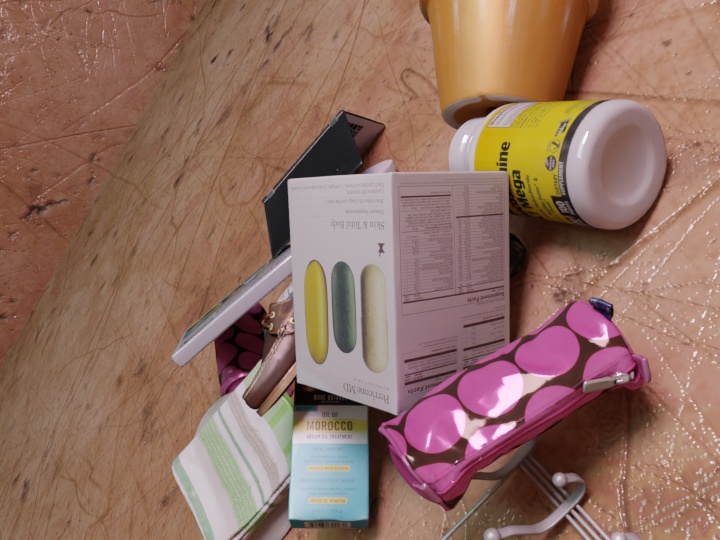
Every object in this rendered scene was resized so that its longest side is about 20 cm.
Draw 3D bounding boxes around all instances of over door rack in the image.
[{"bbox_3d":[0.104,0.236,0.551,0.200,0.067,0.148,-55,31,8],"label":"over door rack"}]

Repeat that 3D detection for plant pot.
[{"bbox_3d":[0.160,-0.254,0.776,0.200,0.200,0.184,-6,75,53],"label":"plant pot"}]

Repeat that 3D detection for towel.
[{"bbox_3d":[-0.143,0.224,0.835,0.200,0.031,0.149,-50,58,18],"label":"towel"}]

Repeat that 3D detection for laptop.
[{"bbox_3d":[-0.042,-0.121,1.015,0.187,0.200,0.116,-44,71,23],"label":"laptop"}]

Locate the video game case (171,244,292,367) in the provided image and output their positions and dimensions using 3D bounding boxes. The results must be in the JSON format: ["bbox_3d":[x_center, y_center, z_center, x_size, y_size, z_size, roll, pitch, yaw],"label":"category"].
[{"bbox_3d":[-0.159,0.039,0.930,0.200,0.022,0.182,-41,9,-4],"label":"video game case"}]

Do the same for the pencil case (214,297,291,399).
[{"bbox_3d":[-0.160,0.116,1.008,0.200,0.094,0.091,-115,16,-53],"label":"pencil case"}]

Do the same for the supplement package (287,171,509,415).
[{"bbox_3d":[0.036,0.009,0.667,0.152,0.150,0.200,6,100,50],"label":"supplement package"}]

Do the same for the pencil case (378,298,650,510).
[{"bbox_3d":[0.117,0.105,0.540,0.200,0.091,0.094,-33,31,-2],"label":"pencil case"}]

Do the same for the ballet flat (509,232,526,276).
[{"bbox_3d":[0.090,0.013,0.759,0.200,0.057,0.067,-38,40,37],"label":"ballet flat"}]

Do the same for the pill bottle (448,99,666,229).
[{"bbox_3d":[0.178,-0.106,0.682,0.200,0.112,0.113,19,81,58],"label":"pill bottle"}]

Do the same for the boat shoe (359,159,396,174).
[{"bbox_3d":[-0.004,-0.072,0.956,0.072,0.068,0.200,-9,36,47],"label":"boat shoe"}]

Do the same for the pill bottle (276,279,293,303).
[{"bbox_3d":[0.000,0.000,0.846,0.200,0.114,0.114,-50,33,17],"label":"pill bottle"}]

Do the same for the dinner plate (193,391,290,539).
[{"bbox_3d":[-0.152,0.249,0.871,0.200,0.024,0.201,-8,77,34],"label":"dinner plate"}]

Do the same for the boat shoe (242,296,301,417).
[{"bbox_3d":[-0.067,0.056,0.740,0.200,0.070,0.070,-55,4,-24],"label":"boat shoe"}]

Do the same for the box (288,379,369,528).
[{"bbox_3d":[-0.031,0.169,0.754,0.049,0.082,0.200,92,178,-60],"label":"box"}]
